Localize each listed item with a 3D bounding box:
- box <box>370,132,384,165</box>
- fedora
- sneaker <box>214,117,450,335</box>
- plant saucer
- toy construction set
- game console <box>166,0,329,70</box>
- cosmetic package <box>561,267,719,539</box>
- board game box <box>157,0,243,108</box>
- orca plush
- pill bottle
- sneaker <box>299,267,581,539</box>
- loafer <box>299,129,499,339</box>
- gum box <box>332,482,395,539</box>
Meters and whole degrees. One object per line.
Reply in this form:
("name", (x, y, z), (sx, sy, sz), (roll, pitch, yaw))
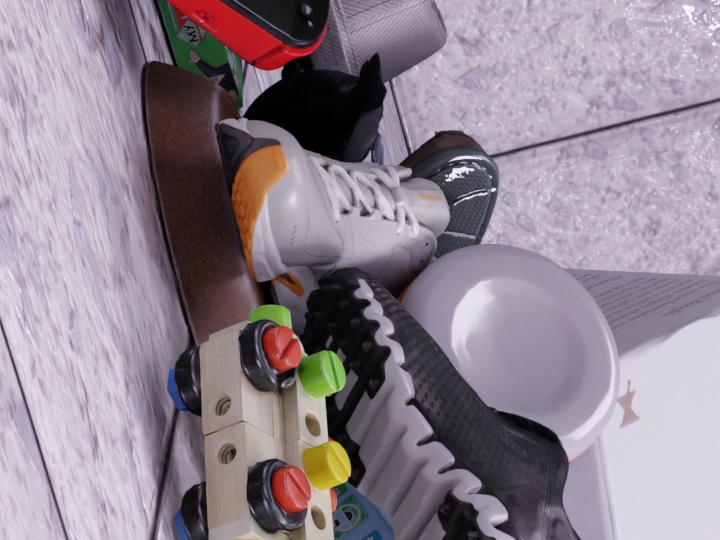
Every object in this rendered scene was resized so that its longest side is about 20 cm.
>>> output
("box", (-0.004, 0.022, 1.689), (0.122, 0.048, 0.200), (-111, -163, -82))
("fedora", (-0.008, -0.166, 1.648), (0.200, 0.090, 0.177), (-127, -162, -71))
("sneaker", (-0.008, -0.030, 1.366), (0.200, 0.092, 0.076), (58, 18, -74))
("plant saucer", (-0.061, -0.008, 1.437), (0.200, 0.034, 0.201), (-13, 90, -86))
("toy construction set", (-0.024, 0.092, 1.216), (0.131, 0.092, 0.200), (32, 29, -47))
("game console", (-0.069, -0.208, 1.367), (0.177, 0.031, 0.200), (31, 55, -46))
("cosmetic package", (0.110, 0.099, 1.587), (0.167, 0.200, 0.167), (-22, 108, -42))
("board game box", (-0.094, -0.186, 1.594), (0.200, 0.029, 0.135), (-96, 171, -61))
("orca plush", (-0.043, -0.054, 1.541), (0.200, 0.071, 0.105), (-178, -102, -72))
("pill bottle", (0.034, 0.077, 1.439), (0.200, 0.113, 0.113), (132, -48, -54))
("sneaker", (0.041, 0.079, 1.294), (0.067, 0.090, 0.200), (-58, -135, 32))
("loafer", (0.000, 0.000, 1.514), (0.200, 0.072, 0.063), (-58, -143, 29))
("gum box", (0.044, 0.186, 1.333), (0.200, 0.045, 0.170), (52, -1, 44))
